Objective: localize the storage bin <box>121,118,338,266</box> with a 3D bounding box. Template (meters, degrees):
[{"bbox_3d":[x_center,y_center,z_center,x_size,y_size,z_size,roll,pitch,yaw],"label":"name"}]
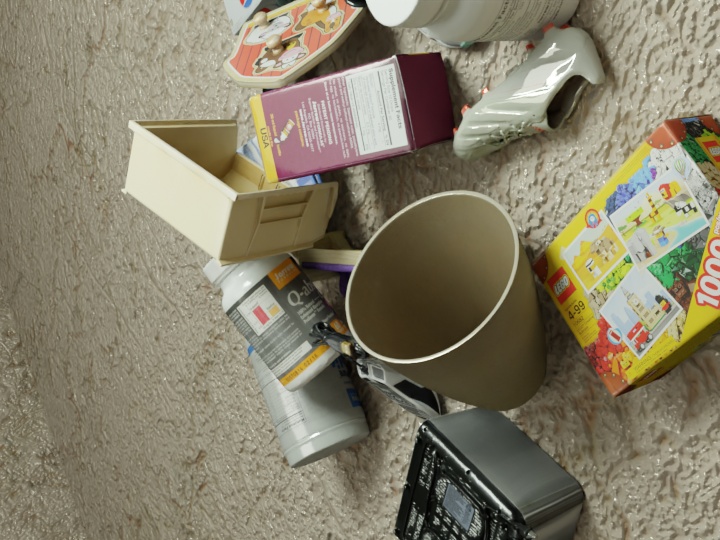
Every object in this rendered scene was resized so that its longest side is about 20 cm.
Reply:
[{"bbox_3d":[-0.160,-0.106,1.065,0.198,0.197,0.095,33,117,29],"label":"storage bin"}]

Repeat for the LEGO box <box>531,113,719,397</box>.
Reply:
[{"bbox_3d":[0.263,-0.009,0.744,0.151,0.076,0.201,61,141,23],"label":"LEGO box"}]

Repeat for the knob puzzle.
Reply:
[{"bbox_3d":[-0.086,-0.287,1.028,0.218,0.219,0.031,27,155,48],"label":"knob puzzle"}]

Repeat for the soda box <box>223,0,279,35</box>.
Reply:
[{"bbox_3d":[-0.119,-0.405,1.186,0.199,0.067,0.065,-30,76,54],"label":"soda box"}]

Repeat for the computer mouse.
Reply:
[{"bbox_3d":[0.032,0.125,1.064,0.109,0.199,0.044,4,60,56],"label":"computer mouse"}]

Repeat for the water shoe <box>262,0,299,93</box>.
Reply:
[{"bbox_3d":[-0.119,-0.293,1.181,0.072,0.077,0.203,-114,43,-60],"label":"water shoe"}]

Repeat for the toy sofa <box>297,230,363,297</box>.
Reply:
[{"bbox_3d":[0.000,0.000,1.119,0.198,0.081,0.100,4,103,55],"label":"toy sofa"}]

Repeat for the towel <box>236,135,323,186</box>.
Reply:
[{"bbox_3d":[-0.124,-0.118,1.184,0.199,0.024,0.150,-24,89,50],"label":"towel"}]

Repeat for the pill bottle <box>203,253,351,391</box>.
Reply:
[{"bbox_3d":[-0.111,0.049,1.125,0.201,0.116,0.116,51,142,-1],"label":"pill bottle"}]

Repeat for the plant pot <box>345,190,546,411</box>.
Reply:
[{"bbox_3d":[0.111,0.057,0.868,0.186,0.188,0.200,31,168,46],"label":"plant pot"}]

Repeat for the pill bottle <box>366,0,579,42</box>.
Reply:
[{"bbox_3d":[0.104,-0.273,0.790,0.113,0.197,0.117,20,115,51],"label":"pill bottle"}]

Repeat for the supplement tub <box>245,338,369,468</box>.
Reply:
[{"bbox_3d":[-0.079,0.166,1.236,0.132,0.130,0.203,-43,66,51],"label":"supplement tub"}]

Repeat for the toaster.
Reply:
[{"bbox_3d":[0.143,0.280,0.962,0.199,0.117,0.184,40,130,43],"label":"toaster"}]

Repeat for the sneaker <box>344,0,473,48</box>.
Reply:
[{"bbox_3d":[0.033,-0.304,0.934,0.200,0.138,0.079,48,135,37],"label":"sneaker"}]

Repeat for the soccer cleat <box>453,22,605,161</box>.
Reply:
[{"bbox_3d":[0.162,-0.160,0.858,0.200,0.068,0.079,-45,66,47],"label":"soccer cleat"}]

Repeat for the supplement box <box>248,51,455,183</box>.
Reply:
[{"bbox_3d":[-0.008,-0.174,0.974,0.196,0.130,0.106,-8,99,29],"label":"supplement box"}]

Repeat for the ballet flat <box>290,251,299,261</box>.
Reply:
[{"bbox_3d":[-0.104,-0.082,1.251,0.064,0.070,0.204,-18,75,16],"label":"ballet flat"}]

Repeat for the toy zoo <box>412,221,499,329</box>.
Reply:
[{"bbox_3d":[0.095,0.010,0.942,0.021,0.128,0.203,-86,3,-55],"label":"toy zoo"}]
